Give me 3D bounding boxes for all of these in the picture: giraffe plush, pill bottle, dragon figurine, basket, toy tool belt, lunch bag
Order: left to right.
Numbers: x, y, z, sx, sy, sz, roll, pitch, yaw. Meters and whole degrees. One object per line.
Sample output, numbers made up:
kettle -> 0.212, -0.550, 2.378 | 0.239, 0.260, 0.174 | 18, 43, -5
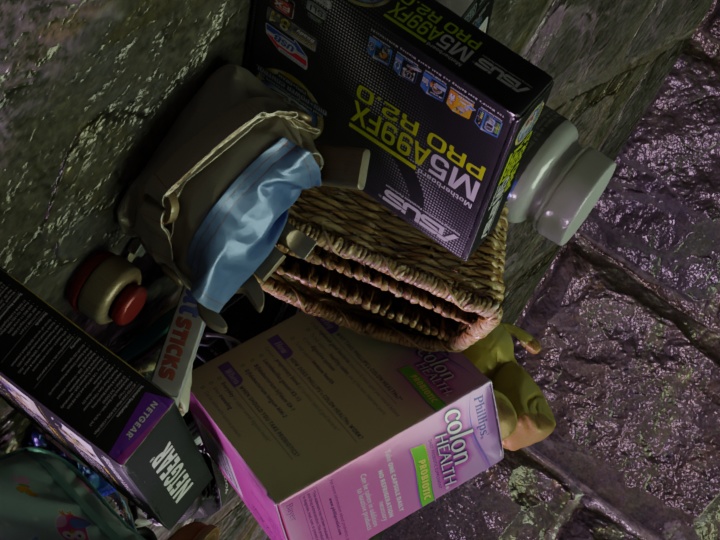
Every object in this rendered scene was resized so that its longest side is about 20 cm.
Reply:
lunch bag -> -0.205, 0.203, 0.976 | 0.077, 0.200, 0.160 | -54, 161, 23
dragon figurine -> -0.215, 0.163, 1.153 | 0.099, 0.059, 0.200 | -44, 159, -36
toy tool belt -> -0.092, -0.025, 0.978 | 0.200, 0.123, 0.125 | -55, 168, 1
basket -> 0.000, 0.000, 1.139 | 0.149, 0.200, 0.143 | -80, -165, -52
giraffe plush -> 0.070, 0.117, 1.420 | 0.162, 0.172, 0.200 | -43, -159, 29
pill bottle -> 0.137, -0.117, 1.417 | 0.114, 0.200, 0.114 | -51, 167, -17

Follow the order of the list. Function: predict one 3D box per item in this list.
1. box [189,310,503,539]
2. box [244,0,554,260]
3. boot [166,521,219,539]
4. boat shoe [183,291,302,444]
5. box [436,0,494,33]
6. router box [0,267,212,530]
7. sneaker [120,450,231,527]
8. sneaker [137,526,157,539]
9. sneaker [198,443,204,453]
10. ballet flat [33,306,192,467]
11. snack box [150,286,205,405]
box -> -0.016, 0.121, 1.216 | 0.200, 0.176, 0.097 | -29, 132, -17
box -> 0.017, -0.116, 0.969 | 0.044, 0.200, 0.160 | -47, 166, -31
boot -> -0.216, 0.229, 1.095 | 0.200, 0.155, 0.077 | -48, 157, -13
boat shoe -> -0.119, 0.073, 1.279 | 0.200, 0.072, 0.068 | -49, 170, 5
box -> 0.027, -0.169, 1.076 | 0.060, 0.117, 0.200 | -53, 167, -22
router box -> -0.170, 0.079, 0.898 | 0.051, 0.149, 0.200 | -51, 168, -15
sneaker -> -0.151, 0.183, 1.273 | 0.090, 0.067, 0.200 | -8, 171, -20
sneaker -> -0.233, 0.265, 1.290 | 0.089, 0.079, 0.200 | -42, 179, 14
sneaker -> -0.135, 0.142, 1.393 | 0.072, 0.072, 0.200 | -32, 153, -25
ballet flat -> -0.166, 0.090, 1.091 | 0.069, 0.071, 0.200 | -33, -176, 28
snack box -> -0.123, 0.035, 1.067 | 0.072, 0.024, 0.200 | 112, -6, -45
